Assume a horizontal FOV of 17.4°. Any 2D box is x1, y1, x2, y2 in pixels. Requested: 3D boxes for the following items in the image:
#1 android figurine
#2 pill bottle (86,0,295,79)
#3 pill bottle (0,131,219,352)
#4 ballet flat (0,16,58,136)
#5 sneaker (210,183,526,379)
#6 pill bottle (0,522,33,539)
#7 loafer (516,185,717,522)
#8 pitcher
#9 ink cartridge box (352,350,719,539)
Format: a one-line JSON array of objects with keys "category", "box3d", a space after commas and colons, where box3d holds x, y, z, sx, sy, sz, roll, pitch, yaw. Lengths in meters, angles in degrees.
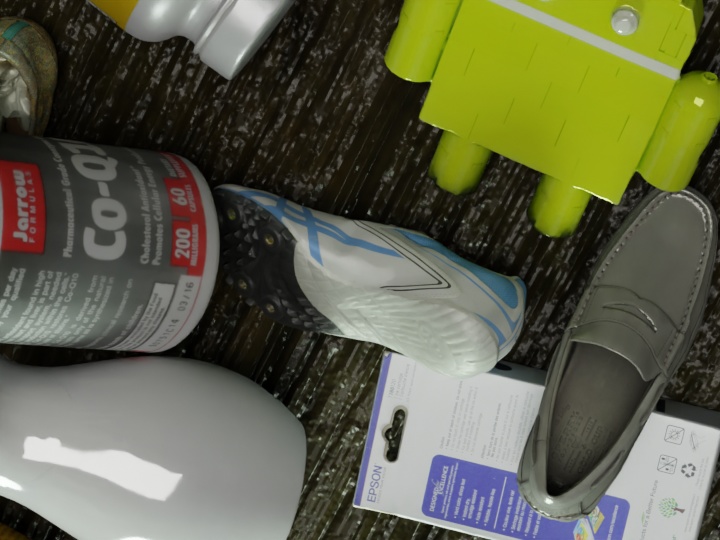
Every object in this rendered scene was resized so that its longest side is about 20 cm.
[{"category": "android figurine", "box3d": [0.108, -0.112, 1.258, 0.181, 0.041, 0.201, 25, 128, 2]}, {"category": "pill bottle", "box3d": [-0.123, -0.197, 1.267, 0.200, 0.112, 0.113, 38, 106, -2]}, {"category": "pill bottle", "box3d": [-0.186, -0.017, 1.270, 0.199, 0.114, 0.115, 5, 110, -37]}, {"category": "ballet flat", "box3d": [-0.221, -0.047, 1.344, 0.070, 0.071, 0.201, 17, 106, 4]}, {"category": "sneaker", "box3d": [0.000, 0.000, 1.330, 0.199, 0.073, 0.072, 23, 129, 16]}, {"category": "pill bottle", "box3d": [-0.230, 0.203, 1.384, 0.199, 0.111, 0.112, 28, 106, 1]}, {"category": "loafer", "box3d": [0.144, 0.044, 1.285, 0.070, 0.070, 0.201, 22, 83, 6]}, {"category": "pitcher", "box3d": [-0.143, 0.106, 1.348, 0.199, 0.171, 0.122, 13, 80, -14]}, {"category": "ink cartridge box", "box3d": [0.102, 0.108, 1.348, 0.199, 0.039, 0.100, 14, 105, 4]}]
